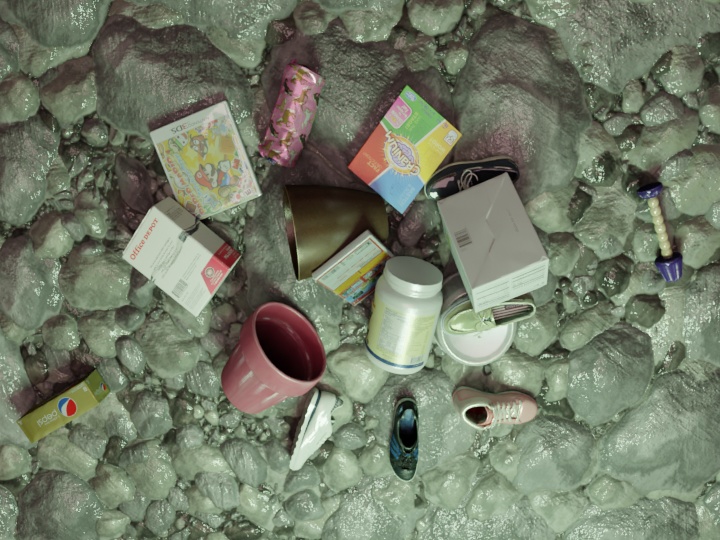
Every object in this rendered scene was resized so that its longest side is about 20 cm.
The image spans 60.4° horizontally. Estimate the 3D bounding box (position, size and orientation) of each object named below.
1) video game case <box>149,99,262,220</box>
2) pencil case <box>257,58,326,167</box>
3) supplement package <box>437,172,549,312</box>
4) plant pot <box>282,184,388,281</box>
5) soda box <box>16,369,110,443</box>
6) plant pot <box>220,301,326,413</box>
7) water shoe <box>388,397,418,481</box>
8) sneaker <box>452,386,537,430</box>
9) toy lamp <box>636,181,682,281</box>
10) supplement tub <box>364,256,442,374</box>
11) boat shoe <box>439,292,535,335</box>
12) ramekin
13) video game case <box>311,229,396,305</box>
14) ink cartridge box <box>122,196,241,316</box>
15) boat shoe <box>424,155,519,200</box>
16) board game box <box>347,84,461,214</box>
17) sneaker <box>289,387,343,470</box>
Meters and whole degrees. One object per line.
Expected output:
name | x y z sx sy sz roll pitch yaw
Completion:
video game case | -0.321 -0.223 1.293 0.177 0.023 0.206 -19 102 6
pencil case | -0.138 -0.311 1.238 0.082 0.086 0.205 29 104 27
supplement package | 0.254 -0.053 1.203 0.151 0.111 0.205 -21 61 5
plant pot | -0.047 -0.091 1.252 0.193 0.187 0.194 -10 104 -11
soda box | -0.673 0.308 1.405 0.196 0.068 0.065 -30 102 8
plant pot | -0.197 0.200 1.313 0.200 0.201 0.179 43 116 -9
water shoe | 0.098 0.394 1.398 0.069 0.079 0.208 -1 104 2
sneaker | 0.302 0.313 1.361 0.193 0.105 0.078 9 102 -2
toy lamp | 0.623 -0.076 1.285 0.057 0.058 0.206 -20 100 6
supplement tub | 0.090 0.091 1.277 0.140 0.146 0.206 11 115 -1
boat shoe | 0.252 0.083 1.231 0.194 0.062 0.074 -19 102 6
ramekin | 0.242 0.107 1.318 0.194 0.094 0.210 0 104 1
video game case | 0.000 0.000 1.262 0.141 0.200 0.018 -38 62 8
ink cartridge box | -0.373 -0.030 1.297 0.198 0.085 0.145 39 113 -8
boat shoe | 0.227 -0.179 1.263 0.193 0.063 0.077 -10 121 4
board game box | 0.089 -0.245 1.266 0.151 0.040 0.202 37 102 -7
sneaker | -0.105 0.370 1.405 0.078 0.077 0.205 19 105 -13
